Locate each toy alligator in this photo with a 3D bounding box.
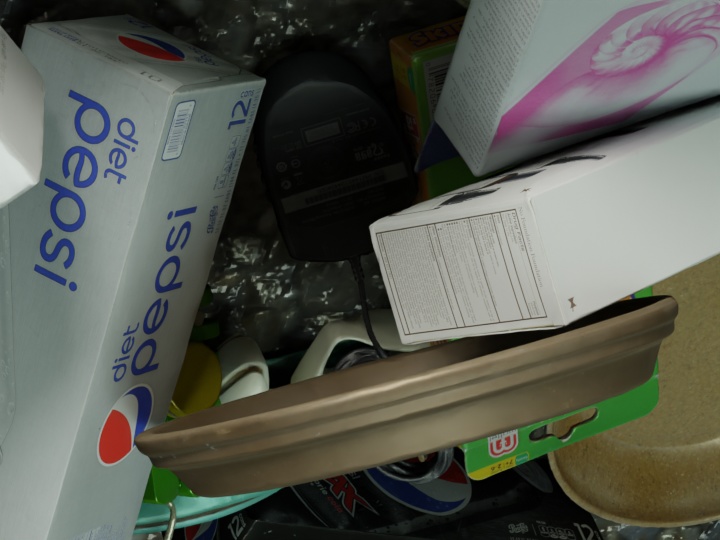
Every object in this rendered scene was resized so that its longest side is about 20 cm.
[{"bbox_3d":[-0.075,0.046,0.932,0.054,0.059,0.201,-26,109,-44],"label":"toy alligator"}]

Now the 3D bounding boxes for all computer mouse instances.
[{"bbox_3d":[0.000,0.000,0.940,0.058,0.034,0.200,-14,119,-1],"label":"computer mouse"}]

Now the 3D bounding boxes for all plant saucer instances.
[{"bbox_3d":[0.018,0.046,0.843,0.199,0.030,0.200,-14,180,0],"label":"plant saucer"},{"bbox_3d":[0.173,0.038,1.087,0.200,0.035,0.201,-13,137,-13],"label":"plant saucer"}]

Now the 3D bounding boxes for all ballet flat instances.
[{"bbox_3d":[-0.029,0.052,0.993,0.199,0.067,0.071,-14,127,-19],"label":"ballet flat"}]

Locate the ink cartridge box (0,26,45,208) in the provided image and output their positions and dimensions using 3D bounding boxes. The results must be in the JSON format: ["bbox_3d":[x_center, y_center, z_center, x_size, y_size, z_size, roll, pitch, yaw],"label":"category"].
[{"bbox_3d":[-0.213,-0.076,0.723,0.146,0.086,0.200,-34,116,9],"label":"ink cartridge box"}]

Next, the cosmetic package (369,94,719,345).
[{"bbox_3d":[0.103,-0.028,0.869,0.200,0.082,0.051,-23,101,-42],"label":"cosmetic package"}]

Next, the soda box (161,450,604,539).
[{"bbox_3d":[0.013,0.123,1.077,0.200,0.063,0.071,10,127,-33],"label":"soda box"}]

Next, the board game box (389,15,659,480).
[{"bbox_3d":[0.070,-0.014,0.953,0.095,0.030,0.200,-19,120,-17],"label":"board game box"}]

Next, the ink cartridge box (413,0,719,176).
[{"bbox_3d":[0.128,-0.096,0.832,0.196,0.043,0.200,-19,158,-17],"label":"ink cartridge box"}]

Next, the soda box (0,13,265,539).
[{"bbox_3d":[-0.103,0.012,0.857,0.063,0.068,0.200,-18,130,-60],"label":"soda box"}]

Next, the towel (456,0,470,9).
[{"bbox_3d":[0.045,-0.184,0.779,0.148,0.037,0.200,24,123,-15],"label":"towel"}]
